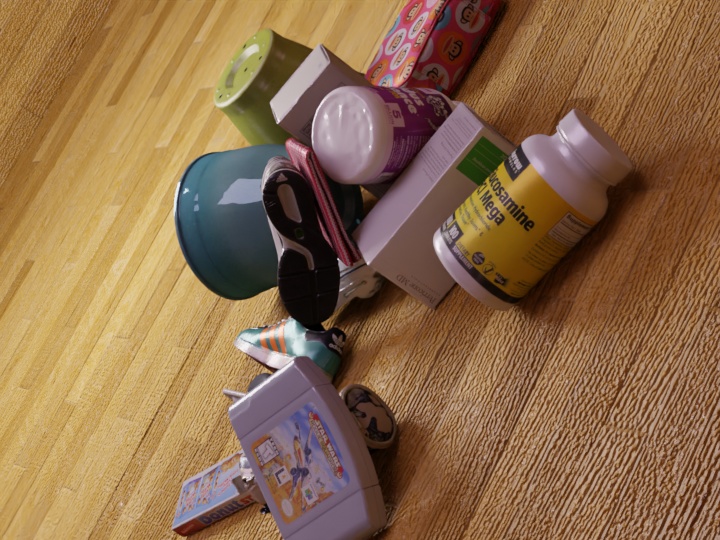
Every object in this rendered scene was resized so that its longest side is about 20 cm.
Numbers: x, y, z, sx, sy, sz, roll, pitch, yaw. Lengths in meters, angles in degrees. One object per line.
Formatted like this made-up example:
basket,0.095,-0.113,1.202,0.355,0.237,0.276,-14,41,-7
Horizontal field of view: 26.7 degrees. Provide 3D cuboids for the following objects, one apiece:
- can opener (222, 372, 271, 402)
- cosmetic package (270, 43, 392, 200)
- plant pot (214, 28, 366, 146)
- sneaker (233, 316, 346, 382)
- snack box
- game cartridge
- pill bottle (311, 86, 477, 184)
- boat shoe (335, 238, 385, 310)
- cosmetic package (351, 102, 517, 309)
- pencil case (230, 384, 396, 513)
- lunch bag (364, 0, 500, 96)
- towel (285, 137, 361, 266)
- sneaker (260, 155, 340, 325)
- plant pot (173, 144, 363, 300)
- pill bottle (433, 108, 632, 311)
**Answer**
can opener,-0.106,0.158,1.831,0.067,0.053,0.200,-60,26,-11
cosmetic package,-0.004,-0.177,1.876,0.105,0.200,0.071,-46,28,13
plant pot,-0.091,-0.229,2.095,0.200,0.193,0.201,-39,30,28
sneaker,-0.081,0.091,1.856,0.200,0.071,0.080,15,72,54
snack box,-0.157,0.259,1.833,0.200,0.024,0.072,-32,35,40
game cartridge,-0.054,0.199,1.586,0.133,0.041,0.201,-40,69,36
pill bottle,0.049,-0.157,1.758,0.112,0.199,0.113,5,97,43
boat shoe,0.000,0.000,1.824,0.200,0.067,0.074,-29,16,41
cosmetic package,0.096,-0.072,1.693,0.200,0.107,0.085,-52,28,11
pencil case,-0.049,0.195,1.657,0.200,0.078,0.089,-35,-2,36
lunch bag,0.085,-0.305,2.010,0.201,0.082,0.176,-59,26,-6
towel,-0.045,-0.084,1.773,0.022,0.145,0.200,-23,11,-5
sneaker,-0.071,-0.043,1.789,0.075,0.202,0.115,-12,24,-1
plant pot,-0.106,-0.075,1.962,0.187,0.200,0.201,-13,47,38
pill bottle,0.177,-0.064,1.539,0.200,0.112,0.113,-46,27,18
